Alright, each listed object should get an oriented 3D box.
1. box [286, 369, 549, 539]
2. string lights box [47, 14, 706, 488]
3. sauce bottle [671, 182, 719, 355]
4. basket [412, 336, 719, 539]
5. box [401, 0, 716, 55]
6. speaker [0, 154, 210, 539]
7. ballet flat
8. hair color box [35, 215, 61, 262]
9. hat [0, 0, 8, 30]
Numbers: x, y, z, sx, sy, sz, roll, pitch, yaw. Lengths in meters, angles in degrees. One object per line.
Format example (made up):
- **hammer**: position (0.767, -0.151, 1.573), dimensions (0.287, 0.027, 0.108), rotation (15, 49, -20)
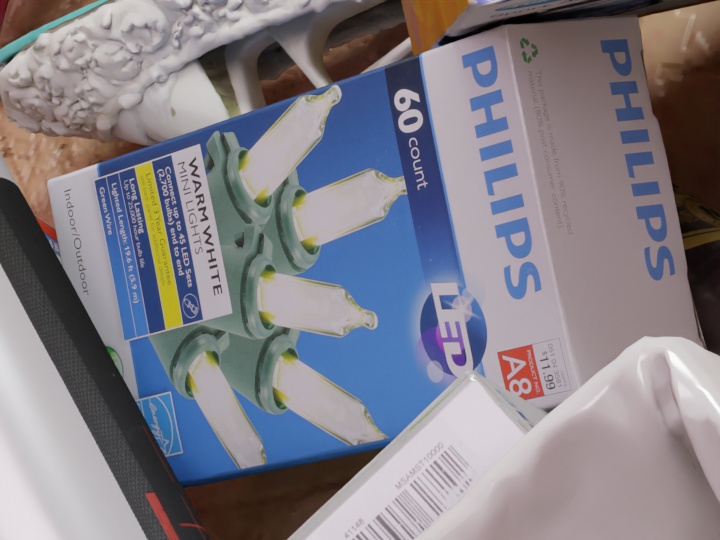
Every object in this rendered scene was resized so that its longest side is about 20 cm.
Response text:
- **box**: position (0.009, 0.096, 0.764), dimensions (0.144, 0.200, 0.036), rotation (-43, 72, 4)
- **string lights box**: position (0.000, 0.000, 0.842), dimensions (0.200, 0.059, 0.103), rotation (-16, 84, 46)
- **sauce bottle**: position (0.085, 0.008, 0.847), dimensions (0.200, 0.066, 0.066), rotation (35, 87, 34)
- **basket**: position (0.078, 0.158, 0.626), dimensions (0.198, 0.161, 0.200), rotation (-44, 54, 17)
- **box**: position (0.075, -0.093, 0.790), dimensions (0.119, 0.200, 0.042), rotation (-13, 88, -4)
- **speaker**: position (-0.098, 0.061, 0.851), dimensions (0.081, 0.081, 0.200), rotation (-34, 70, 11)
- **ballet flat**: position (-0.028, -0.076, 0.937), dimensions (0.200, 0.072, 0.072), rotation (-24, 58, 17)
- **hair color box**: position (-0.143, 0.086, 0.939), dimensions (0.111, 0.064, 0.201), rotation (-17, 62, 22)
- **hat**: position (-0.080, -0.160, 1.004), dimensions (0.200, 0.165, 0.176), rotation (-41, 69, 57)
